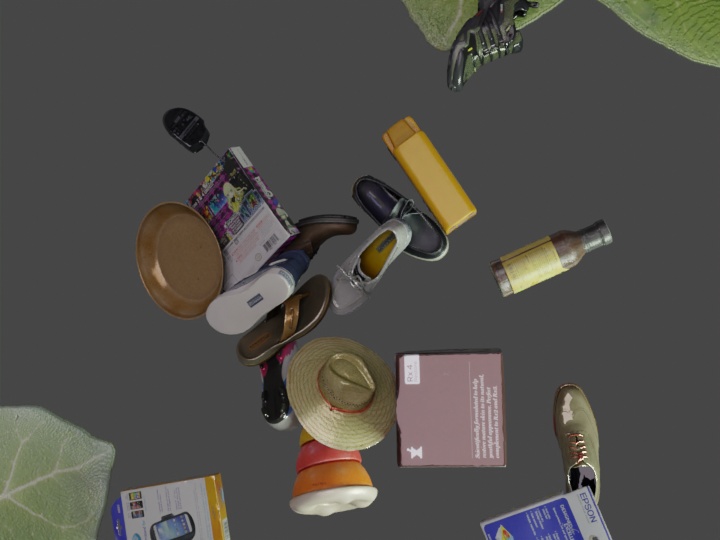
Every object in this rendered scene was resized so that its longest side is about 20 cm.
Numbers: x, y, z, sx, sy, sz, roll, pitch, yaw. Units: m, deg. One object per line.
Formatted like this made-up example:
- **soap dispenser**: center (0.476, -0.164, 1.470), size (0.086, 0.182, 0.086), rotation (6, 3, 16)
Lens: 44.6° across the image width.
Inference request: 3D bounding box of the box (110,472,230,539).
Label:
- **box**: center (-0.327, 0.423, 1.503), size (0.195, 0.041, 0.122), rotation (-11, 85, 11)

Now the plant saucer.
- **plant saucer**: center (-0.301, -0.019, 1.500), size (0.196, 0.035, 0.205), rotation (9, 107, 30)

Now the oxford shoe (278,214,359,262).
- **oxford shoe**: center (-0.089, -0.047, 1.484), size (0.196, 0.072, 0.087), rotation (-13, 86, 20)

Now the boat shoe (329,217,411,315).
- **boat shoe**: center (0.004, 0.003, 1.428), size (0.075, 0.086, 0.202), rotation (46, 115, 5)

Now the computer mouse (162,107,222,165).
- **computer mouse**: center (-0.267, -0.215, 1.545), size (0.199, 0.034, 0.059), rotation (41, 76, 4)

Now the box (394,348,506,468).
- **box**: center (0.143, 0.208, 1.361), size (0.160, 0.200, 0.170), rotation (-2, 86, 8)

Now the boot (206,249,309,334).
- **boot**: center (-0.165, 0.036, 1.437), size (0.198, 0.091, 0.073), rotation (-25, 105, 35)

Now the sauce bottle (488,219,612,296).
- **sauce bottle**: center (0.308, -0.023, 1.418), size (0.196, 0.065, 0.066), rotation (-23, 83, 8)

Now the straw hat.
- **straw hat**: center (-0.021, 0.178, 1.401), size (0.196, 0.086, 0.205), rotation (7, 59, -12)

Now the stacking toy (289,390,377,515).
- **stacking toy**: center (-0.053, 0.289, 1.440), size (0.143, 0.146, 0.204), rotation (-11, 67, 8)

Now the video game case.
- **video game case**: center (-0.216, -0.072, 1.477), size (0.200, 0.036, 0.183), rotation (-44, 78, 32)

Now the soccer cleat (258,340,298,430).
- **soccer cleat**: center (-0.133, 0.172, 1.479), size (0.068, 0.086, 0.204), rotation (-10, 61, 18)

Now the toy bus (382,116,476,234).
- **toy bus**: center (0.111, -0.160, 1.452), size (0.064, 0.078, 0.202), rotation (-34, 82, 5)

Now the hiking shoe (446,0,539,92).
- **hiking shoe**: center (0.216, -0.378, 1.451), size (0.099, 0.076, 0.203), rotation (29, 90, 13)

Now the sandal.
- **sandal**: center (-0.128, 0.079, 1.441), size (0.199, 0.054, 0.081), rotation (-38, 50, -1)

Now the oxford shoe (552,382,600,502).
- **oxford shoe**: center (0.348, 0.280, 1.385), size (0.069, 0.075, 0.205), rotation (-11, 85, 8)

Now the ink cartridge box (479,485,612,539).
- **ink cartridge box**: center (0.311, 0.454, 1.366), size (0.197, 0.047, 0.201), rotation (-27, 80, 25)

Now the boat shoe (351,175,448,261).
- **boat shoe**: center (0.063, -0.088, 1.464), size (0.199, 0.062, 0.075), rotation (41, 91, 8)
